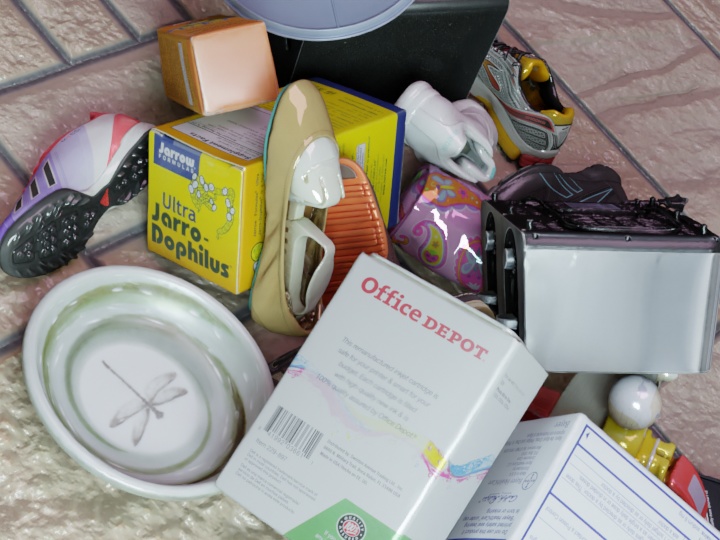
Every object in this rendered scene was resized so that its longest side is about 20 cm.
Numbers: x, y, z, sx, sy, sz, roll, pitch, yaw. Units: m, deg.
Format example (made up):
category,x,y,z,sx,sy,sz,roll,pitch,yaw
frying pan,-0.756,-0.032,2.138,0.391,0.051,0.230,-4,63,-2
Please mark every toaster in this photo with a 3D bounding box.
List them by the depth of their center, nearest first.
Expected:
category,x,y,z,sx,sy,sz,roll,pitch,yaw
toaster,0.201,0.006,1.341,0.197,0.120,0.181,1,12,-8

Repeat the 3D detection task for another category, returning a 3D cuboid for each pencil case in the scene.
category,x,y,z,sx,sy,sz,roll,pitch,yaw
pencil case,0.120,-0.014,1.459,0.199,0.088,0.088,30,43,-10

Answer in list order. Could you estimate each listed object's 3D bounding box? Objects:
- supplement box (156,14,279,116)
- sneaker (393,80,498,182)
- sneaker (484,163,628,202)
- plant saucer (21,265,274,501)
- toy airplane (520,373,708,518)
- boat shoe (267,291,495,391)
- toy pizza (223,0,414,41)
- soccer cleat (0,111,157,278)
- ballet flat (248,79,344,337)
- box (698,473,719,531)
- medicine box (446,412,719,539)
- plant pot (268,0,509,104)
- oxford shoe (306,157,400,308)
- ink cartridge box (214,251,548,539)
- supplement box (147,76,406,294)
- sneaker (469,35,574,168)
category,x,y,z,sx,sy,sz,roll,pitch,yaw
supplement box,-0.123,-0.174,1.349,0.066,0.200,0.070,-14,102,-13
sneaker,0.095,-0.111,1.477,0.088,0.076,0.200,39,12,20
sneaker,0.193,-0.055,1.547,0.198,0.076,0.080,-8,61,-38
plant saucer,-0.160,0.090,1.197,0.198,0.050,0.202,19,45,-20
toy airplane,0.191,0.126,1.338,0.197,0.141,0.202,6,51,-30
boat shoe,0.005,0.060,1.257,0.066,0.199,0.072,65,4,37
toy pizza,-0.036,-0.273,1.401,0.197,0.032,0.202,1,60,-1
soccer cleat,-0.235,-0.063,1.280,0.073,0.069,0.200,22,43,19
ballet flat,-0.040,-0.043,1.237,0.063,0.202,0.068,24,27,35
box,0.353,0.285,1.381,0.197,0.050,0.202,20,44,-20
medicine box,0.152,0.238,1.166,0.182,0.103,0.201,40,68,-14
plant pot,-0.002,-0.249,1.511,0.175,0.201,0.201,-8,58,-23
oxford shoe,0.000,0.000,1.316,0.070,0.202,0.073,-1,21,19
ink cartridge box,0.017,0.110,1.140,0.145,0.201,0.087,29,-6,29
supplement box,-0.067,-0.075,1.333,0.108,0.111,0.199,24,32,35
sneaker,0.154,-0.201,1.642,0.077,0.082,0.201,-13,62,-41
